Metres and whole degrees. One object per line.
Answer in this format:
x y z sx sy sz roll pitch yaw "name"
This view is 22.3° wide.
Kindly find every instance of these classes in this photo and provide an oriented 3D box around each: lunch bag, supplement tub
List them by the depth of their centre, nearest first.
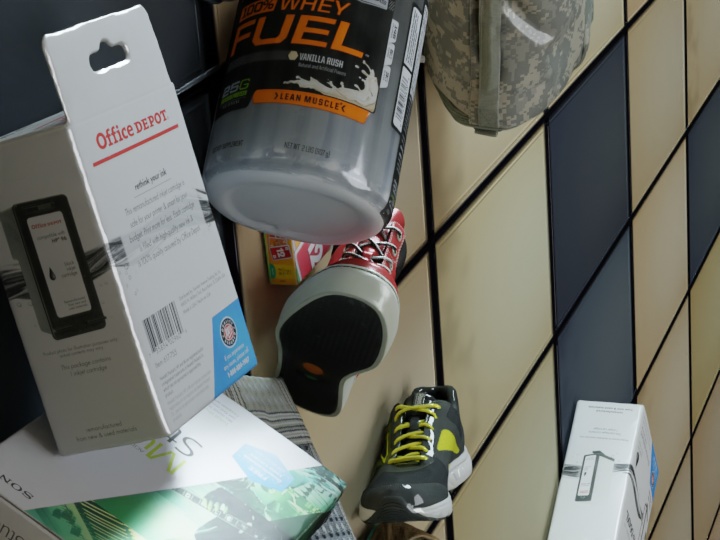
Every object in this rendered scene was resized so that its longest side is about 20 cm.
-0.024 -0.128 1.154 0.123 0.122 0.201 50 46 -62 "supplement tub"
0.117 -0.231 1.474 0.168 0.138 0.201 -73 166 -48 "lunch bag"

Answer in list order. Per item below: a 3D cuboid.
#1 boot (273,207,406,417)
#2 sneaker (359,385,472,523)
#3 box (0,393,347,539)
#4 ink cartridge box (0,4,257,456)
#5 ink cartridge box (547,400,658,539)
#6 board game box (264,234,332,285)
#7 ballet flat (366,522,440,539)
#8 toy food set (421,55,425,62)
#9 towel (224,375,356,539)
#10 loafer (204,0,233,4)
0.000 0.000 1.214 0.200 0.072 0.145 118 -3 -67 "boot"
0.040 0.145 1.463 0.200 0.074 0.085 -40 124 -75 "sneaker"
-0.104 0.118 0.948 0.036 0.144 0.200 -60 171 26 "box"
-0.129 -0.023 0.925 0.116 0.067 0.201 -38 114 -65 "ink cartridge box"
0.280 0.273 2.099 0.146 0.084 0.201 69 30 -48 "ink cartridge box"
-0.023 -0.073 1.308 0.200 0.030 0.096 -54 142 -60 "board game box"
0.018 0.251 1.396 0.200 0.072 0.068 -42 131 -62 "ballet flat"
0.022 -0.255 1.351 0.143 0.060 0.201 -16 107 -69 "toy food set"
-0.050 0.141 1.125 0.193 0.034 0.200 67 15 16 "towel"
-0.084 -0.239 1.058 0.072 0.063 0.201 -67 152 -42 "loafer"
